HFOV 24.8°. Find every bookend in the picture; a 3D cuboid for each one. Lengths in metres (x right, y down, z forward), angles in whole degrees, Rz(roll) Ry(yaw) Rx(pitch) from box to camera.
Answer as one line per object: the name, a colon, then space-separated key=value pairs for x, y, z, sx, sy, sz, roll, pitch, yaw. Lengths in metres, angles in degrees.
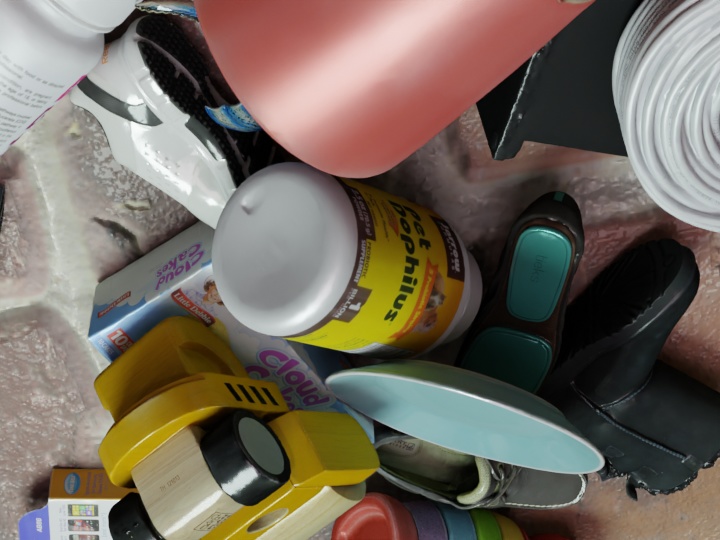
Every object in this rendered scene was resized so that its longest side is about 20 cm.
bookend: x=0.197 y=-0.162 z=1.038 sx=0.199 sy=0.092 sz=0.200 roll=7 pitch=128 yaw=-14

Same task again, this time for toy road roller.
toy road roller: x=-0.095 y=0.115 z=1.124 sx=0.123 sy=0.147 sz=0.200 roll=-37 pitch=156 yaw=20

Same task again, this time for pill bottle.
pill bottle: x=0.000 y=0.000 z=1.083 sx=0.109 sy=0.110 sz=0.200 roll=-40 pitch=152 yaw=21
pill bottle: x=-0.230 y=-0.140 z=1.007 sx=0.200 sy=0.114 sz=0.113 roll=-39 pitch=119 yaw=21

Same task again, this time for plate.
plate: x=0.073 y=0.096 z=1.121 sx=0.199 sy=0.026 sz=0.200 roll=17 pitch=165 yaw=5

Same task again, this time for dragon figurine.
dragon figurine: x=-0.057 y=-0.113 z=1.032 sx=0.199 sy=0.059 sz=0.100 roll=4 pitch=102 yaw=-50

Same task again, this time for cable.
cable: x=0.250 y=-0.114 z=0.983 sx=0.200 sy=0.069 sz=0.200 roll=-37 pitch=126 yaw=21

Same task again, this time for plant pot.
plant pot: x=0.030 y=-0.177 z=0.921 sx=0.177 sy=0.201 sz=0.200 roll=-25 pitch=125 yaw=39

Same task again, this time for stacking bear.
stacking bear: x=0.092 y=0.240 z=1.298 sx=0.199 sy=0.122 sz=0.114 roll=10 pitch=138 yaw=-24

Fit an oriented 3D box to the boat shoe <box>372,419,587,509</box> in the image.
boat shoe: x=0.085 y=0.154 z=1.255 sx=0.200 sy=0.066 sz=0.072 roll=17 pitch=111 yaw=-15

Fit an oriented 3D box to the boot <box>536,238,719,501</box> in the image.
boot: x=0.222 y=0.079 z=1.216 sx=0.162 sy=0.074 sz=0.198 roll=32 pitch=123 yaw=-21

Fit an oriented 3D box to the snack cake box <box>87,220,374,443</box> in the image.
snack cake box: x=-0.090 y=0.067 z=1.186 sx=0.115 sy=0.067 sz=0.200 roll=-29 pitch=121 yaw=17

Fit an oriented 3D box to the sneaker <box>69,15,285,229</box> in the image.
sneaker: x=-0.114 y=-0.079 z=1.094 sx=0.080 sy=0.074 sz=0.200 roll=-19 pitch=121 yaw=28

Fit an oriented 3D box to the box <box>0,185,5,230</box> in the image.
box: x=-0.355 y=0.001 z=1.130 sx=0.199 sy=0.051 sz=0.158 roll=11 pitch=124 yaw=-12

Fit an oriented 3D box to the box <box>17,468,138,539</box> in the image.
box: x=-0.168 y=0.213 z=1.298 sx=0.198 sy=0.042 sz=0.120 roll=3 pitch=124 yaw=-3

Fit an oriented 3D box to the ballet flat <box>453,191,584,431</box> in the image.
ballet flat: x=0.118 y=0.027 z=1.167 sx=0.068 sy=0.069 sz=0.201 roll=21 pitch=127 yaw=1
